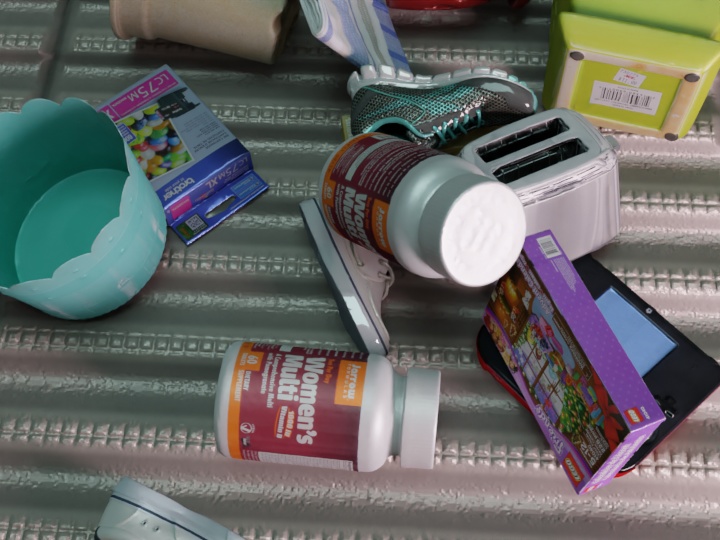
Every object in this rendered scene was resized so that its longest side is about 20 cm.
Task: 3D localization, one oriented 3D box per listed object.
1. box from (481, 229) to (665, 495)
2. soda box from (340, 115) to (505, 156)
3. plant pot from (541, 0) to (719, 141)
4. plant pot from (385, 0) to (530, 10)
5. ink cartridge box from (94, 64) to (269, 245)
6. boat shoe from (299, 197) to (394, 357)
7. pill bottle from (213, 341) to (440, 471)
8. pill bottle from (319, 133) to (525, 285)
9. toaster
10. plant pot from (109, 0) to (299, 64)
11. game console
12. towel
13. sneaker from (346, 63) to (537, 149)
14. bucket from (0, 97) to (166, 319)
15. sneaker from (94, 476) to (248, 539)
[{"bbox_3d":[0.183,0.083,0.939,0.039,0.137,0.201,-16,60,-19],"label":"box"},{"bbox_3d":[0.080,-0.137,1.138,0.199,0.068,0.064,-7,61,-3],"label":"soda box"},{"bbox_3d":[0.301,-0.262,1.136,0.199,0.199,0.182,13,69,8],"label":"plant pot"},{"bbox_3d":[0.123,-0.404,1.213,0.181,0.201,0.201,2,61,0],"label":"plant pot"},{"bbox_3d":[-0.206,-0.132,1.161,0.119,0.042,0.200,-36,68,-17],"label":"ink cartridge box"},{"bbox_3d":[0.000,0.000,1.067,0.070,0.071,0.200,-20,56,-7],"label":"boat shoe"},{"bbox_3d":[-0.028,0.128,0.969,0.199,0.110,0.110,5,61,4],"label":"pill bottle"},{"bbox_3d":[0.053,-0.057,0.956,0.109,0.110,0.200,-36,31,-17],"label":"pill bottle"},{"bbox_3d":[0.171,-0.075,1.058,0.199,0.129,0.114,-21,48,-10],"label":"toaster"},{"bbox_3d":[-0.162,-0.331,1.199,0.183,0.201,0.201,20,63,-1],"label":"plant pot"},{"bbox_3d":[0.232,0.088,1.031,0.177,0.031,0.200,-38,67,-18],"label":"game console"},{"bbox_3d":[-0.008,-0.279,1.159,0.024,0.200,0.147,-31,62,25],"label":"towel"},{"bbox_3d":[0.080,-0.155,1.073,0.199,0.078,0.092,2,63,14],"label":"sneaker"},{"bbox_3d":[-0.301,-0.055,1.045,0.206,0.135,0.208,-4,67,10],"label":"bucket"},{"bbox_3d":[-0.147,0.256,0.931,0.199,0.073,0.071,20,72,22],"label":"sneaker"}]
